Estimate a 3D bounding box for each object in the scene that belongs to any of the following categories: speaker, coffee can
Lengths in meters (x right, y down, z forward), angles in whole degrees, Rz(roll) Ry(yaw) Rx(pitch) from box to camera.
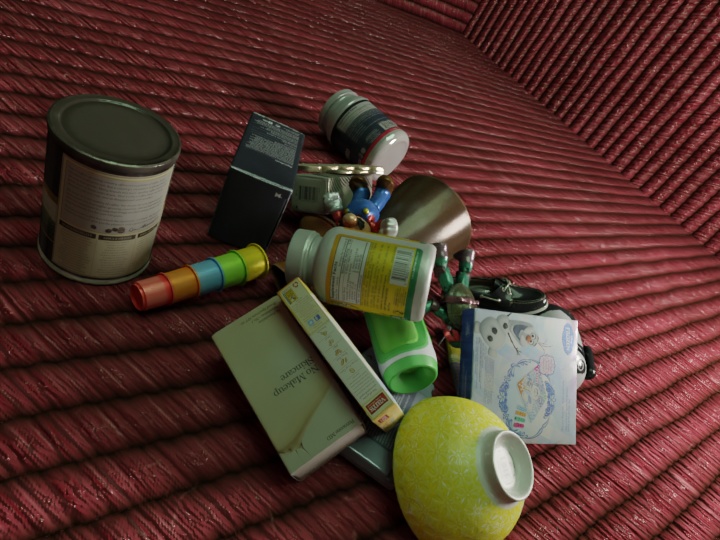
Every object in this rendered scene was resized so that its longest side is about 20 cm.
[{"bbox_3d":[0.054,0.083,0.775,0.088,0.089,0.200,11,41,-26],"label":"speaker"},{"bbox_3d":[-0.331,-0.101,0.660,0.146,0.200,0.147,20,37,-16],"label":"coffee can"}]

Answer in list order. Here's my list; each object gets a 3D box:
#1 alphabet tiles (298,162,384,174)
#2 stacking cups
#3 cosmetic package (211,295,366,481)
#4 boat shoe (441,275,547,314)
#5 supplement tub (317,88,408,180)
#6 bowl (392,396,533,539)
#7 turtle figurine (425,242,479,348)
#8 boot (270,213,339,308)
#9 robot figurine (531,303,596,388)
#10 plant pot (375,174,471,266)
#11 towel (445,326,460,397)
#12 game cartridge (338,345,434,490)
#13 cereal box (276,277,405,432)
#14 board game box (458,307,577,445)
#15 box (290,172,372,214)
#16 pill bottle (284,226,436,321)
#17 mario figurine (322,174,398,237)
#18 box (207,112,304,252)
[{"bbox_3d":[-0.051,-0.216,1.065,0.199,0.015,0.195,-8,17,-35],"label":"alphabet tiles"},{"bbox_3d":[-0.225,0.012,0.730,0.061,0.061,0.200,46,39,18],"label":"stacking cups"},{"bbox_3d":[-0.090,0.143,0.633,0.103,0.073,0.200,-33,64,-13],"label":"cosmetic package"},{"bbox_3d":[0.256,0.042,0.970,0.199,0.061,0.074,4,30,18],"label":"boat shoe"},{"bbox_3d":[0.006,-0.330,1.230,0.200,0.141,0.140,45,38,17],"label":"supplement tub"},{"bbox_3d":[0.148,0.250,0.634,0.200,0.108,0.201,20,56,-34],"label":"bowl"},{"bbox_3d":[0.153,0.059,0.862,0.149,0.100,0.201,19,70,-43],"label":"turtle figurine"},{"bbox_3d":[-0.090,-0.019,0.856,0.154,0.074,0.200,-14,54,-41],"label":"boot"},{"bbox_3d":[0.352,0.142,0.950,0.200,0.150,0.125,-71,142,-54],"label":"robot figurine"},{"bbox_3d":[0.076,-0.054,0.954,0.187,0.187,0.200,43,54,14],"label":"plant pot"},{"bbox_3d":[0.220,0.186,0.890,0.143,0.023,0.200,21,37,-17],"label":"towel"},{"bbox_3d":[0.024,0.195,0.724,0.133,0.041,0.200,38,36,1],"label":"game cartridge"},{"bbox_3d":[-0.021,0.112,0.652,0.039,0.144,0.200,-37,66,-6],"label":"cereal box"},{"bbox_3d":[0.251,0.169,0.802,0.198,0.043,0.201,8,81,-18],"label":"board game box"},{"bbox_3d":[-0.052,-0.155,0.991,0.082,0.069,0.200,10,16,22],"label":"box"},{"bbox_3d":[0.000,0.000,0.717,0.199,0.113,0.113,11,35,8],"label":"pill bottle"},{"bbox_3d":[-0.001,-0.096,0.839,0.106,0.123,0.200,38,45,-23],"label":"mario figurine"},{"bbox_3d":[-0.178,-0.154,0.881,0.104,0.148,0.200,21,37,-16],"label":"box"}]
